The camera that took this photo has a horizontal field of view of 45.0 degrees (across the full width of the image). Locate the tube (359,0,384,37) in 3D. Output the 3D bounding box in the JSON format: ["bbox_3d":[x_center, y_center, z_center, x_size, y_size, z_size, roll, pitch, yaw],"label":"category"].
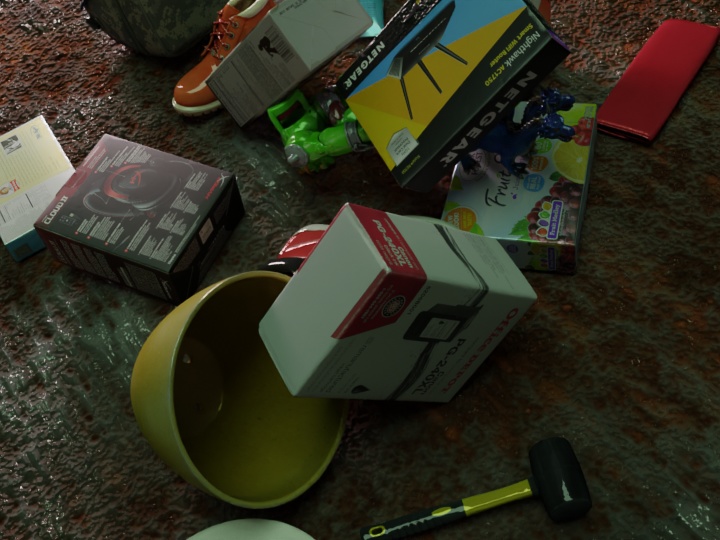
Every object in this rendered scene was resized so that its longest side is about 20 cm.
[{"bbox_3d":[0.004,-0.400,1.222,0.077,0.050,0.201,-3,57,16],"label":"tube"}]

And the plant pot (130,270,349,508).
[{"bbox_3d":[-0.128,0.107,0.792,0.142,0.200,0.201,-8,45,44],"label":"plant pot"}]

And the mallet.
[{"bbox_3d":[0.099,0.209,0.740,0.199,0.041,0.066,-24,48,0],"label":"mallet"}]

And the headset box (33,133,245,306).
[{"bbox_3d":[-0.256,-0.063,0.991,0.199,0.075,0.149,18,59,16],"label":"headset box"}]

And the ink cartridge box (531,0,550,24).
[{"bbox_3d":[0.175,-0.284,0.977,0.050,0.163,0.200,5,34,19],"label":"ink cartridge box"}]

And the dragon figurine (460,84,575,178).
[{"bbox_3d":[0.128,-0.151,0.896,0.199,0.100,0.059,14,58,25],"label":"dragon figurine"}]

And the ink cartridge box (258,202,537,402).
[{"bbox_3d":[0.037,0.036,0.755,0.145,0.199,0.084,-54,49,25],"label":"ink cartridge box"}]

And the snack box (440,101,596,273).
[{"bbox_3d":[0.173,-0.097,0.941,0.141,0.053,0.201,5,54,19],"label":"snack box"}]

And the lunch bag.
[{"bbox_3d":[-0.283,-0.406,1.242,0.167,0.140,0.200,17,57,44],"label":"lunch bag"}]

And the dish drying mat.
[{"bbox_3d":[0.348,-0.225,1.020,0.077,0.018,0.200,24,63,29],"label":"dish drying mat"}]

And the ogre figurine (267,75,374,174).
[{"bbox_3d":[-0.040,-0.176,1.022,0.119,0.098,0.200,-24,49,1],"label":"ogre figurine"}]

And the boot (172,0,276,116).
[{"bbox_3d":[-0.180,-0.291,1.143,0.075,0.107,0.200,32,68,30],"label":"boot"}]

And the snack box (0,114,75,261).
[{"bbox_3d":[-0.420,-0.109,1.104,0.116,0.037,0.200,-31,53,-12],"label":"snack box"}]

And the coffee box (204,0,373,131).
[{"bbox_3d":[-0.089,-0.255,1.027,0.113,0.080,0.200,-43,12,-30],"label":"coffee box"}]

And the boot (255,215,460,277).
[{"bbox_3d":[0.000,0.000,0.859,0.199,0.073,0.144,-2,19,20],"label":"boot"}]

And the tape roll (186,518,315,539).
[{"bbox_3d":[-0.098,0.304,0.711,0.202,0.037,0.204,-6,53,8],"label":"tape roll"}]

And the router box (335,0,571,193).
[{"bbox_3d":[0.084,-0.198,0.851,0.200,0.051,0.150,-44,62,26],"label":"router box"}]
